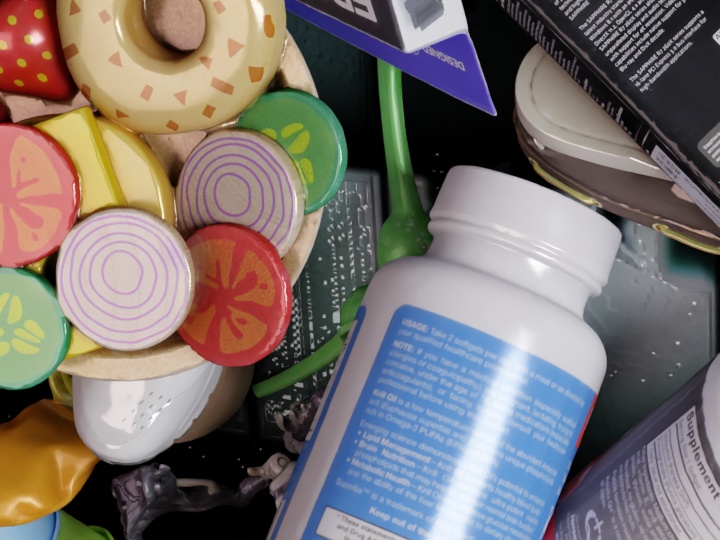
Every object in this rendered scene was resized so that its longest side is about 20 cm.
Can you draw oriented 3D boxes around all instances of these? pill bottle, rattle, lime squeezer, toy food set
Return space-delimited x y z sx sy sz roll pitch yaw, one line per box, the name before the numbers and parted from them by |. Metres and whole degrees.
pill bottle | 0.166 0.093 0.991 0.111 0.111 0.200 48 132 5
rattle | -0.114 0.014 1.124 0.200 0.143 0.130 -48 64 40
pill bottle | 0.040 0.062 1.022 0.112 0.112 0.201 20 83 22
lime squeezer | 0.000 0.000 1.110 0.070 0.038 0.201 31 122 16
toy food set | -0.105 -0.046 1.000 0.199 0.049 0.199 -19 94 14

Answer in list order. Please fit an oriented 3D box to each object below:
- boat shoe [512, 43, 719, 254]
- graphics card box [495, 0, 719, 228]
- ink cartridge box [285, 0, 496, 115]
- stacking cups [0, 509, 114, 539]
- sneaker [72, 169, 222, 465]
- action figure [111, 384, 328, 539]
boat shoe | 0.158 -0.038 0.990 0.199 0.072 0.060 21 160 8
graphics card box | 0.141 -0.110 0.941 0.125 0.051 0.200 -44 82 -5
ink cartridge box | -0.039 -0.164 0.980 0.198 0.043 0.200 31 150 45
stacking cups | -0.183 0.124 1.188 0.060 0.061 0.200 -21 132 34
sneaker | -0.089 -0.011 1.064 0.074 0.087 0.201 15 87 8
action figure | -0.013 0.107 1.122 0.199 0.102 0.119 -16 69 -4
